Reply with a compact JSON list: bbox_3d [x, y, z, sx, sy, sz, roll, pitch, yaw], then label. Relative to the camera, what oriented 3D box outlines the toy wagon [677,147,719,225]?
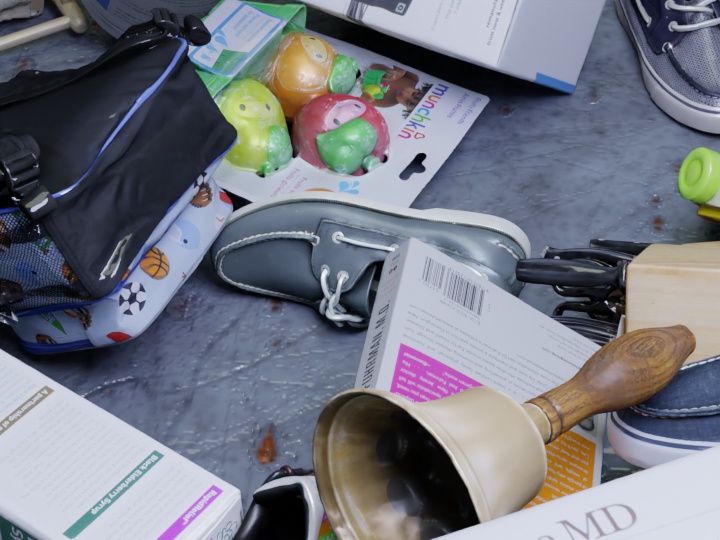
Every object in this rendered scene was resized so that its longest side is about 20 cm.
[{"bbox_3d":[0.265,-0.033,0.916,0.155,0.040,0.200,16,2,-22],"label":"toy wagon"}]

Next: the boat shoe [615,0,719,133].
[{"bbox_3d":[0.233,-0.188,1.102,0.074,0.093,0.200,-11,42,-9],"label":"boat shoe"}]

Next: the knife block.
[{"bbox_3d":[0.179,0.025,0.835,0.175,0.064,0.200,-6,12,-22],"label":"knife block"}]

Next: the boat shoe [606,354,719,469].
[{"bbox_3d":[0.215,0.039,0.744,0.200,0.091,0.071,-8,29,11],"label":"boat shoe"}]

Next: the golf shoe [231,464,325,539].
[{"bbox_3d":[-0.004,0.127,0.760,0.078,0.095,0.200,22,45,30],"label":"golf shoe"}]

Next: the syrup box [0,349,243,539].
[{"bbox_3d":[-0.155,0.120,0.789,0.200,0.079,0.081,26,49,29],"label":"syrup box"}]

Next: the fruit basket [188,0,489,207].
[{"bbox_3d":[-0.037,-0.108,1.032,0.200,0.094,0.185,20,46,20],"label":"fruit basket"}]

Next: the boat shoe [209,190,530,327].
[{"bbox_3d":[0.000,0.000,0.919,0.199,0.073,0.062,3,45,11],"label":"boat shoe"}]

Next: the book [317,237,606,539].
[{"bbox_3d":[0.054,0.094,0.752,0.133,0.048,0.200,31,50,-19],"label":"book"}]

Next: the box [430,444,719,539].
[{"bbox_3d":[0.110,0.205,0.584,0.198,0.200,0.171,-16,42,-14],"label":"box"}]

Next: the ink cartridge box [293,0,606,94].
[{"bbox_3d":[0.053,-0.200,1.087,0.200,0.084,0.145,24,11,27],"label":"ink cartridge box"}]

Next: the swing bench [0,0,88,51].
[{"bbox_3d":[-0.346,-0.245,1.183,0.198,0.130,0.200,-23,40,-20],"label":"swing bench"}]

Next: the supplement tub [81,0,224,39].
[{"bbox_3d":[-0.127,-0.248,1.072,0.132,0.200,0.132,5,74,-17],"label":"supplement tub"}]

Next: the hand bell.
[{"bbox_3d":[0.087,0.065,0.691,0.200,0.104,0.104,-24,45,-36],"label":"hand bell"}]

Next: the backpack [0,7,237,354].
[{"bbox_3d":[-0.183,-0.044,0.910,0.190,0.154,0.200,-2,33,32],"label":"backpack"}]
